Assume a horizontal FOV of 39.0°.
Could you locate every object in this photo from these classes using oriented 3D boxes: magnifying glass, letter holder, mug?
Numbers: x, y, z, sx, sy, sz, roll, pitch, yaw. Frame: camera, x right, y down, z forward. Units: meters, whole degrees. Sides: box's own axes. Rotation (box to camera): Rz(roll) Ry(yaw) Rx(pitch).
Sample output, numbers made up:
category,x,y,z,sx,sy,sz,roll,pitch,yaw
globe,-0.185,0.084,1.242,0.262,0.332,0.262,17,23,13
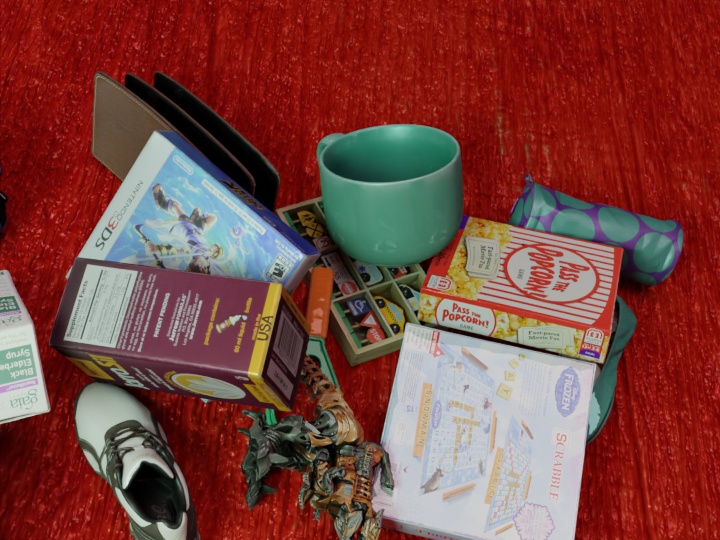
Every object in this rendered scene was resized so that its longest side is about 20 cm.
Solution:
category,x,y,z,sx,sy,sz,roll,pitch,yaw
magnifying glass,-0.050,0.090,1.037,0.078,0.022,0.202,7,65,-2
letter holder,-0.188,-0.136,1.101,0.200,0.143,0.100,40,55,15
mug,0.033,-0.081,1.097,0.150,0.116,0.186,-7,29,-2

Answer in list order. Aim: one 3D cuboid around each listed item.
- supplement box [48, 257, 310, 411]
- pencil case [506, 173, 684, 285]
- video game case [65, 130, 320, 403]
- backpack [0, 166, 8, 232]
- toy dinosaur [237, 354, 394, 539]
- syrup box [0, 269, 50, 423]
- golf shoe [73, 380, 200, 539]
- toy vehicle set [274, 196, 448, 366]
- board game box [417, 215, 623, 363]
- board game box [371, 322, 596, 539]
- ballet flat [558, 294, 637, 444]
category,x,y,z,sx,sy,sz,roll,pitch,yaw
supplement box,-0.157,0.058,0.904,0.197,0.111,0.087,6,68,15
pencil case,0.273,-0.045,1.195,0.198,0.086,0.093,15,32,-5
video game case,-0.168,-0.005,0.997,0.199,0.182,0.045,39,16,12
backpack,-0.467,-0.063,0.974,0.182,0.148,0.201,27,56,8
toy dinosaur,-0.042,0.170,0.952,0.134,0.103,0.201,-6,37,-16
syrup box,-0.332,0.065,0.894,0.078,0.083,0.200,-12,17,-22
golf shoe,-0.199,0.169,0.916,0.077,0.095,0.201,-24,63,-27
toy vehicle set,0.000,0.000,1.128,0.123,0.027,0.201,-18,62,-25
board game box,0.175,0.015,1.095,0.197,0.047,0.152,12,38,11
board game box,0.120,0.168,0.994,0.197,0.041,0.202,13,64,5
ballet flat,0.244,0.096,1.095,0.071,0.067,0.201,53,46,-22
